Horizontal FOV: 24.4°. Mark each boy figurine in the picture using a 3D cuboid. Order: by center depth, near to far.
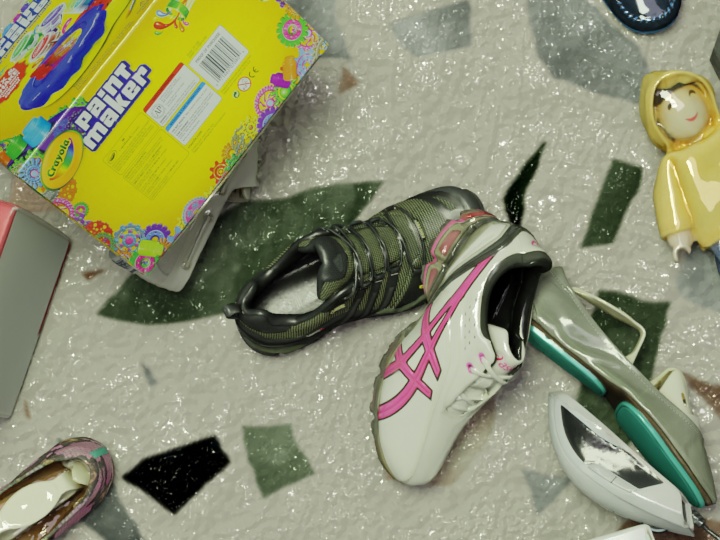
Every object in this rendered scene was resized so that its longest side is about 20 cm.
[{"bbox_3d":[0.264,-0.060,1.180,0.124,0.064,0.201,-27,83,4],"label":"boy figurine"}]

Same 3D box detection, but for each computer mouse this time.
[{"bbox_3d":[0.195,0.161,1.144,0.200,0.110,0.044,41,88,19],"label":"computer mouse"}]

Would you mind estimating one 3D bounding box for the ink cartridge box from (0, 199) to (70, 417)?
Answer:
[{"bbox_3d":[-0.337,0.004,1.185,0.199,0.145,0.146,18,84,7],"label":"ink cartridge box"}]

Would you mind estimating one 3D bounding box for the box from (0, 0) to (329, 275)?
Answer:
[{"bbox_3d":[-0.160,-0.133,1.152,0.122,0.192,0.200,40,86,-33],"label":"box"}]

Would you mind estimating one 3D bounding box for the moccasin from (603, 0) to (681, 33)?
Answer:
[{"bbox_3d":[0.188,-0.273,1.215,0.080,0.068,0.201,-15,81,3],"label":"moccasin"}]

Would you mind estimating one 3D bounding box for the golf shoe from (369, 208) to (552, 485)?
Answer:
[{"bbox_3d":[0.068,0.061,1.149,0.072,0.092,0.201,13,100,-36],"label":"golf shoe"}]

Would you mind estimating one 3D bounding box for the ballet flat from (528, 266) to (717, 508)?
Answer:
[{"bbox_3d":[0.191,0.076,1.167,0.064,0.067,0.200,-43,81,-10],"label":"ballet flat"}]

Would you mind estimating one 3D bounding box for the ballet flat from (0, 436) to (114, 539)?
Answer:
[{"bbox_3d":[-0.261,0.191,1.188,0.200,0.071,0.069,-40,81,-1],"label":"ballet flat"}]

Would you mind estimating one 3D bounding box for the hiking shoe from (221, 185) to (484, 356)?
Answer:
[{"bbox_3d":[0.000,0.000,1.176,0.199,0.101,0.076,-29,81,1],"label":"hiking shoe"}]

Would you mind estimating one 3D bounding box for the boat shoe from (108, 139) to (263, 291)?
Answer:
[{"bbox_3d":[-0.107,-0.077,1.221,0.070,0.071,0.201,33,73,-23],"label":"boat shoe"}]

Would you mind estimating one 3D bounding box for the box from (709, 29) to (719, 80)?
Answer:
[{"bbox_3d":[0.343,-0.195,1.144,0.199,0.158,0.048,-29,78,0],"label":"box"}]

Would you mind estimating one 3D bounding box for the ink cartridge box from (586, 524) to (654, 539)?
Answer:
[{"bbox_3d":[0.126,0.227,1.083,0.145,0.200,0.084,-17,78,3],"label":"ink cartridge box"}]
